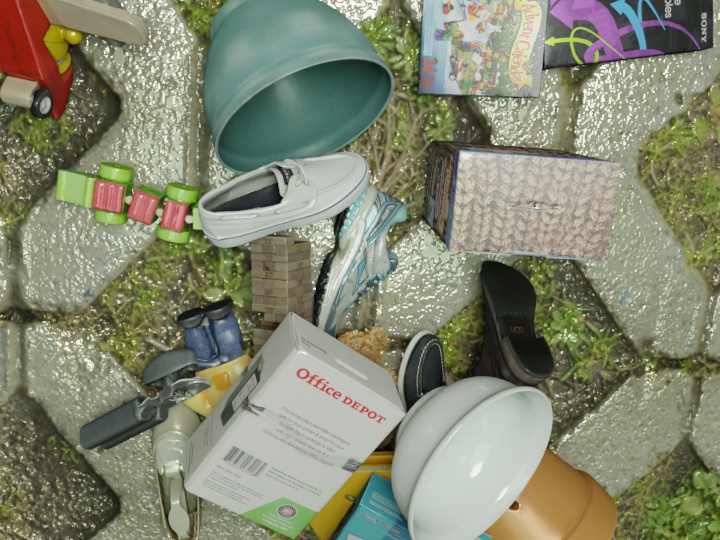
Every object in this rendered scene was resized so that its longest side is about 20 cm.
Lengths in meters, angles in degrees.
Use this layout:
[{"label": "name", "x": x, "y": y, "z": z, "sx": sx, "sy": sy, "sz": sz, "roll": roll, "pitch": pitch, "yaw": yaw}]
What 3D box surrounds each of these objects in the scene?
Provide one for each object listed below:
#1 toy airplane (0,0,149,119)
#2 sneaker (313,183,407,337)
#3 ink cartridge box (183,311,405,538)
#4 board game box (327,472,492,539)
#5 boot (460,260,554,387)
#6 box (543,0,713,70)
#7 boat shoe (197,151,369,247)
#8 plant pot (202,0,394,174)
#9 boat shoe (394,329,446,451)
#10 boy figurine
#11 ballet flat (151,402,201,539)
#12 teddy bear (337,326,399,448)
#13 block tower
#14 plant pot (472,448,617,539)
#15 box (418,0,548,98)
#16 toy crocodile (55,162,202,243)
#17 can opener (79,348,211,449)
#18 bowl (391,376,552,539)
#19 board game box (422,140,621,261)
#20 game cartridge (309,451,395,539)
[{"label": "toy airplane", "x": -0.340, "y": -0.275, "z": 0.737, "sx": 0.199, "sy": 0.141, "sz": 0.200, "roll": -22, "pitch": 121, "yaw": 35}, {"label": "sneaker", "x": 0.000, "y": 0.000, "z": 0.849, "sx": 0.086, "sy": 0.078, "sz": 0.201, "roll": 17, "pitch": 102, "yaw": -10}, {"label": "ink cartridge box", "x": -0.072, "y": 0.168, "z": 0.762, "sx": 0.145, "sy": 0.084, "sz": 0.200, "roll": 34, "pitch": 105, "yaw": -23}, {"label": "board game box", "x": 0.042, "y": 0.337, "z": 0.840, "sx": 0.150, "sy": 0.047, "sz": 0.200, "roll": 28, "pitch": 134, "yaw": 3}, {"label": "boot", "x": 0.152, "y": 0.107, "z": 0.866, "sx": 0.069, "sy": 0.201, "sz": 0.174, "roll": 10, "pitch": 135, "yaw": -16}, {"label": "box", "x": 0.298, "y": -0.313, "z": 0.810, "sx": 0.199, "sy": 0.036, "sz": 0.144, "roll": -8, "pitch": 103, "yaw": -2}, {"label": "boat shoe", "x": -0.080, "y": -0.087, "z": 0.778, "sx": 0.199, "sy": 0.065, "sz": 0.074, "roll": -27, "pitch": 65, "yaw": -12}, {"label": "plant pot", "x": -0.081, "y": -0.212, "z": 0.751, "sx": 0.199, "sy": 0.200, "sz": 0.135, "roll": -25, "pitch": 76, "yaw": 3}, {"label": "boat shoe", "x": 0.087, "y": 0.174, "z": 0.888, "sx": 0.075, "sy": 0.060, "sz": 0.201, "roll": -18, "pitch": 117, "yaw": -40}, {"label": "boy figurine", "x": -0.169, "y": 0.141, "z": 0.880, "sx": 0.124, "sy": 0.064, "sz": 0.201, "roll": -14, "pitch": 100, "yaw": -4}, {"label": "ballet flat", "x": -0.230, "y": 0.261, "z": 0.903, "sx": 0.069, "sy": 0.069, "sz": 0.201, "roll": -3, "pitch": 103, "yaw": -2}, {"label": "teddy bear", "x": -0.011, "y": 0.155, "z": 0.870, "sx": 0.145, "sy": 0.067, "sz": 0.201, "roll": -30, "pitch": 129, "yaw": -10}, {"label": "block tower", "x": -0.093, "y": 0.057, "z": 0.851, "sx": 0.054, "sy": 0.058, "sz": 0.201, "roll": 4, "pitch": 100, "yaw": 27}, {"label": "plant pot", "x": 0.187, "y": 0.290, "z": 0.870, "sx": 0.200, "sy": 0.200, "sz": 0.140, "roll": -41, "pitch": 91, "yaw": 7}, {"label": "box", "x": 0.138, "y": -0.296, "z": 0.788, "sx": 0.136, "sy": 0.038, "sz": 0.201, "roll": 5, "pitch": 104, "yaw": 13}, {"label": "toy crocodile", "x": -0.253, "y": -0.077, "z": 0.826, "sx": 0.199, "sy": 0.062, "sz": 0.068, "roll": 16, "pitch": 102, "yaw": -6}, {"label": "can opener", "x": -0.263, "y": 0.155, "z": 0.864, "sx": 0.199, "sy": 0.053, "sz": 0.067, "roll": -28, "pitch": 65, "yaw": 25}, {"label": "bowl", "x": 0.101, "y": 0.184, "z": 0.743, "sx": 0.200, "sy": 0.090, "sz": 0.202, "roll": -22, "pitch": 129, "yaw": -30}, {"label": "board game box", "x": 0.162, "y": -0.082, "z": 0.773, "sx": 0.158, "sy": 0.200, "sz": 0.097, "roll": 3, "pitch": 103, "yaw": -4}, {"label": "game cartridge", "x": 0.011, "y": 0.300, "z": 0.880, "sx": 0.175, "sy": 0.033, "sz": 0.201, "roll": -9, "pitch": 125, "yaw": 28}]
